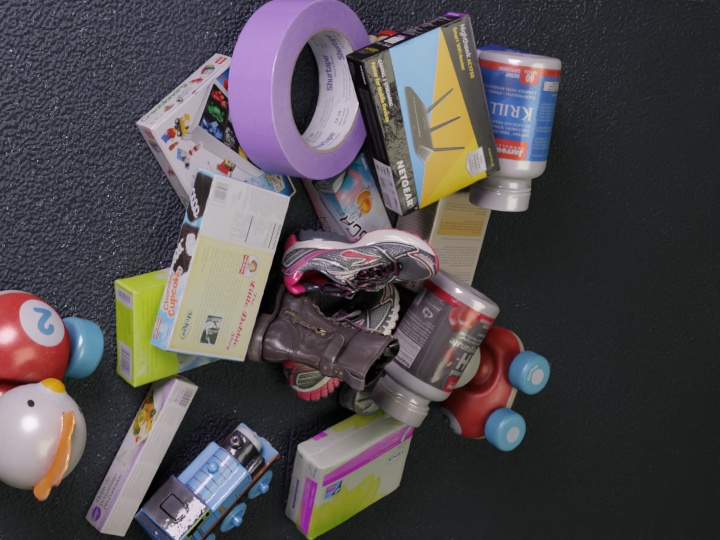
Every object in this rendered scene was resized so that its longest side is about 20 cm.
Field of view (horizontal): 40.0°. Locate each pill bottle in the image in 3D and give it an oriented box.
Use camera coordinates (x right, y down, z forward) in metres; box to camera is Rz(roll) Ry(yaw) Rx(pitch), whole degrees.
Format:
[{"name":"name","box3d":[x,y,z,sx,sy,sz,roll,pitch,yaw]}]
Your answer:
[{"name":"pill bottle","box3d":[0.096,0.108,1.358,0.110,0.110,0.201,22,101,-49]},{"name":"pill bottle","box3d":[0.198,-0.185,1.314,0.112,0.112,0.202,-9,111,-44]}]

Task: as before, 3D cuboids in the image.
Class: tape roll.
[{"name":"tape roll","box3d":[-0.062,-0.208,1.134,0.199,0.065,0.202,-24,119,-52]}]

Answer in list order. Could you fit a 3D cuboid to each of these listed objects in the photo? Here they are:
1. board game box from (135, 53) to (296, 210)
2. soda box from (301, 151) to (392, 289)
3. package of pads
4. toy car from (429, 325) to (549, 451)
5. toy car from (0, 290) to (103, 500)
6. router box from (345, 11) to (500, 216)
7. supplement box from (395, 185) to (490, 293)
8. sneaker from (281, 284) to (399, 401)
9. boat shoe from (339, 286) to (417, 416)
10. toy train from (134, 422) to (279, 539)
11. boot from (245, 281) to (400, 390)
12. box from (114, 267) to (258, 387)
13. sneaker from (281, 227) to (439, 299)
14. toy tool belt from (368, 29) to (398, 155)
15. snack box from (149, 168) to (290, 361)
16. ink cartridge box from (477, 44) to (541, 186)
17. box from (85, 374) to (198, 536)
[{"name":"board game box","box3d":[-0.158,-0.126,1.125,0.126,0.034,0.201,-46,136,-23]},{"name":"soda box","box3d":[-0.009,-0.068,1.286,0.064,0.068,0.201,-46,137,-22]},{"name":"package of pads","box3d":[-0.013,0.287,1.438,0.199,0.068,0.156,-22,136,-39]},{"name":"toy car","box3d":[0.142,0.153,1.487,0.199,0.184,0.178,21,94,-37]},{"name":"toy car","box3d":[-0.315,0.129,0.942,0.184,0.199,0.178,20,93,-50]},{"name":"router box","box3d":[0.078,-0.187,1.181,0.148,0.051,0.202,-27,120,-17]},{"name":"supplement box","box3d":[0.119,-0.073,1.418,0.125,0.073,0.202,1,108,-47]},{"name":"sneaker","box3d":[-0.023,0.082,1.329,0.200,0.080,0.075,-48,127,-23]},{"name":"boat shoe","box3d":[0.031,0.111,1.432,0.074,0.065,0.204,29,81,-33]},{"name":"toy train","box3d":[-0.186,0.277,1.234,0.200,0.086,0.115,-46,157,-21]},{"name":"boot","box3d":[-0.034,0.080,1.220,0.200,0.172,0.070,-55,152,-57]},{"name":"box","box3d":[-0.192,0.051,1.167,0.199,0.047,0.123,-17,120,-41]},{"name":"sneaker","box3d":[0.000,0.000,1.239,0.081,0.198,0.075,82,9,-46]},{"name":"toy tool belt","box3d":[0.054,-0.193,1.257,0.200,0.124,0.124,47,65,-47]},{"name":"snack box","box3d":[-0.157,-0.002,1.116,0.116,0.037,0.202,15,92,-47]},{"name":"ink cartridge box","box3d":[0.206,-0.215,1.428,0.044,0.094,0.202,-22,123,-38]},{"name":"box","box3d":[-0.260,0.216,1.178,0.041,0.039,0.202,28,87,-49]}]
